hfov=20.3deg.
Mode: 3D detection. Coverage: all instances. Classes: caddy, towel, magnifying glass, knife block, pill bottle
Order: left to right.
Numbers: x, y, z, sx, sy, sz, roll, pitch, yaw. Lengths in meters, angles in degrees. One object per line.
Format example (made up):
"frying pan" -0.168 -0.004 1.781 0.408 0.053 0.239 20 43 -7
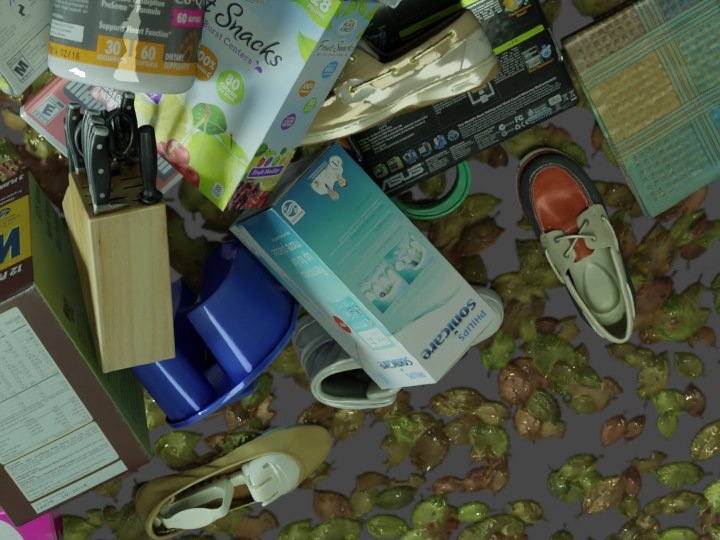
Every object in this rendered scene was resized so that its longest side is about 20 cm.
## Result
"knife block" -0.186 -0.032 1.577 0.064 0.176 0.201 -11 83 -15
"pill bottle" -0.170 -0.241 1.525 0.115 0.116 0.202 6 100 -14
"caddy" -0.122 0.060 1.743 0.141 0.200 0.105 -35 104 14
"magnifying glass" 0.011 -0.109 1.764 0.199 0.022 0.080 28 111 -26
"towel" 0.278 -0.158 1.783 0.146 0.022 0.201 -28 120 6

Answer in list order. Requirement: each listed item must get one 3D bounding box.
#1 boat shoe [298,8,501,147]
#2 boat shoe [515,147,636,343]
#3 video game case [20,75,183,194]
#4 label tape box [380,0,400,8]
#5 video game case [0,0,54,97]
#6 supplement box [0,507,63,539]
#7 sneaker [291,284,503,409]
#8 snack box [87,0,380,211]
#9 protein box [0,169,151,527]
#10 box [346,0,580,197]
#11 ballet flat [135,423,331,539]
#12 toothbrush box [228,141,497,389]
"boat shoe" 0.012 -0.159 1.644 0.199 0.074 0.070 -20 103 3
"boat shoe" 0.199 -0.022 1.826 0.071 0.063 0.201 -23 121 6
"video game case" -0.168 -0.153 1.703 0.200 0.017 0.143 -40 119 14
"label tape box" -0.050 -0.298 1.561 0.199 0.143 0.066 27 107 -24
"video game case" -0.253 -0.267 1.553 0.200 0.036 0.182 -47 125 -17
"supplement box" -0.377 0.240 1.852 0.198 0.104 0.102 -8 121 -5
"sneaker" 0.043 0.077 1.825 0.198 0.116 0.074 -11 121 -5
"snack box" -0.104 -0.177 1.596 0.068 0.168 0.201 -9 134 -59
"protein box" -0.288 0.064 1.705 0.134 0.199 0.201 -26 122 5
"box" 0.062 -0.183 1.701 0.199 0.048 0.194 -27 116 2
"ballet flat" -0.116 0.207 1.903 0.199 0.063 0.069 -22 123 3
"toothbrush box" 0.000 0.000 1.688 0.200 0.146 0.085 46 74 -10
